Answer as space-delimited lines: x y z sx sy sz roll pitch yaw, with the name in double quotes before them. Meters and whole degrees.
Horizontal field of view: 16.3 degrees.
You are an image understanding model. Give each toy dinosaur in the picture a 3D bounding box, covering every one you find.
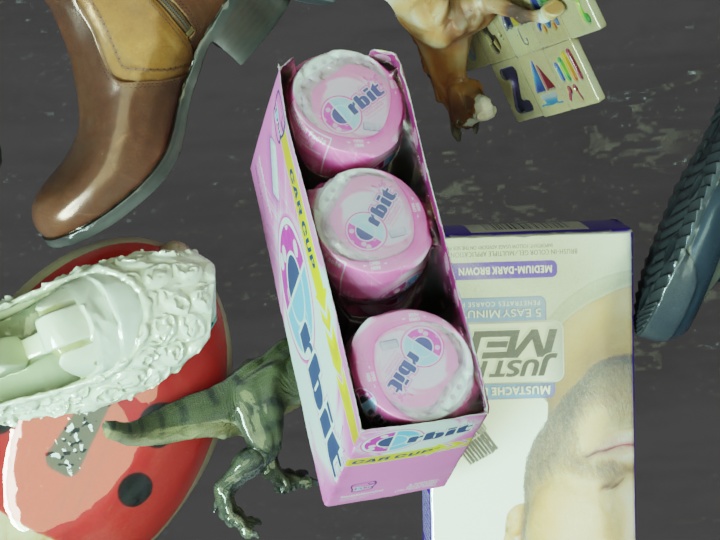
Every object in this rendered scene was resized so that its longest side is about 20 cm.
"toy dinosaur" -0.053 0.082 1.284 0.199 0.047 0.089 -23 115 -40

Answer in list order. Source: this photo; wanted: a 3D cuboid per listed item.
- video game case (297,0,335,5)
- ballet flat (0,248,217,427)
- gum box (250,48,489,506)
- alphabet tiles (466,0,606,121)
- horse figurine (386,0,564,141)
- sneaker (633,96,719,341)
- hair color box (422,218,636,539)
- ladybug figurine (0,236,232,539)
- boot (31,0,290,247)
"video game case" -0.067 -0.242 1.244 0.142 0.019 0.201 7 84 -33
"ballet flat" -0.163 0.042 1.223 0.199 0.072 0.072 -21 96 5
"gum box" 0.000 0.000 1.233 0.066 0.114 0.201 -9 69 -13
"alphabet tiles" 0.057 -0.168 1.234 0.006 0.166 0.201 -28 96 -18
"horse figurine" 0.017 -0.158 1.228 0.200 0.132 0.050 45 73 -7
"sneaker" 0.210 -0.043 1.287 0.082 0.070 0.201 28 85 -8
"hair color box" 0.086 0.077 1.307 0.109 0.065 0.201 -2 97 -3
"ladybug figurine" -0.140 0.074 1.292 0.135 0.072 0.201 26 94 -4
"boot" -0.156 -0.134 1.240 0.200 0.068 0.188 39 92 -27
